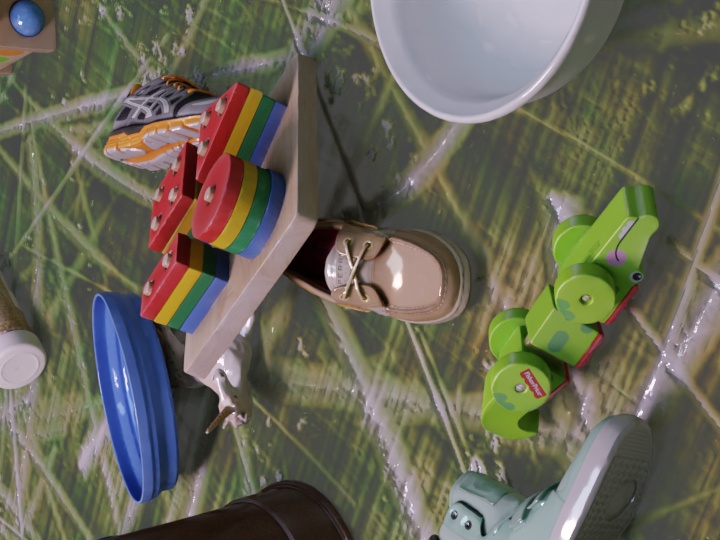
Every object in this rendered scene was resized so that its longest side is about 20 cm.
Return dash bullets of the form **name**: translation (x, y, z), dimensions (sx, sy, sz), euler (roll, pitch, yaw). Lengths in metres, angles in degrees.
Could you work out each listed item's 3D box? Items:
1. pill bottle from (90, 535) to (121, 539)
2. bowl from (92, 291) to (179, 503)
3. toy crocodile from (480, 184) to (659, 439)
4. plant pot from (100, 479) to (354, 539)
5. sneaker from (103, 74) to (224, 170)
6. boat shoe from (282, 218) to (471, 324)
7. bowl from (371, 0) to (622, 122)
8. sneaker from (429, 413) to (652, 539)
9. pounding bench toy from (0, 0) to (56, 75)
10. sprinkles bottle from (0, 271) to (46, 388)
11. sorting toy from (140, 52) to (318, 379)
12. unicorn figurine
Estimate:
- **pill bottle**: translation (-0.230, 0.367, 1.277), dimensions (0.107, 0.105, 0.201), euler (-56, 50, 36)
- **bowl**: translation (-0.213, 0.117, 1.253), dimensions (0.200, 0.039, 0.203), euler (169, 90, -71)
- **toy crocodile**: translation (0.132, 0.031, 0.843), dimensions (0.201, 0.061, 0.068), euler (-58, 13, 28)
- **plant pot**: translation (-0.127, 0.282, 1.070), dimensions (0.199, 0.197, 0.203), euler (2, 93, 52)
- **sneaker**: translation (-0.167, -0.143, 1.209), dimensions (0.199, 0.078, 0.078), euler (-2, 72, 46)
- **boat shoe**: translation (0.000, 0.000, 0.999), dimensions (0.199, 0.069, 0.075), euler (11, 100, 51)
- **bowl**: translation (0.101, -0.192, 0.835), dimensions (0.200, 0.090, 0.204), euler (2, 92, 51)
- **sneaker**: translation (0.107, 0.151, 0.860), dimensions (0.118, 0.073, 0.202), euler (42, 126, 35)
- **pounding bench toy**: translation (-0.430, -0.338, 1.493), dimensions (0.155, 0.123, 0.202), euler (-10, 84, 51)
- **sprinkles bottle**: translation (-0.435, 0.050, 1.558), dimensions (0.200, 0.068, 0.069), euler (51, 128, 39)
- **sorting toy**: translation (-0.111, -0.055, 1.072), dimensions (0.199, 0.069, 0.201), euler (-52, 28, 37)
- **unicorn figurine**: translation (-0.135, 0.072, 1.185), dimensions (0.200, 0.073, 0.139), euler (164, 101, -67)
